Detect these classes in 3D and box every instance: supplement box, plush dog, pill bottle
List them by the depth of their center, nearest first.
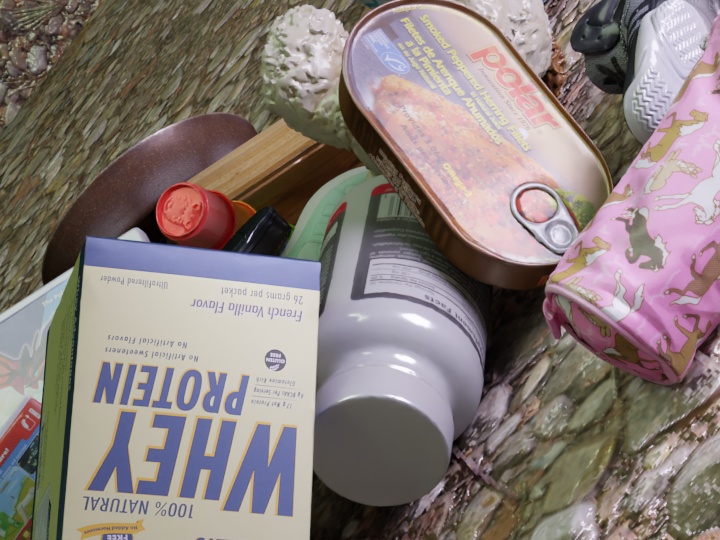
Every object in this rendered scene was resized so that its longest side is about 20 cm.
[{"bbox_3d":[-0.111,0.109,1.125,0.200,0.133,0.202,132,141,-68],"label":"supplement box"},{"bbox_3d":[0.020,0.040,1.160,0.111,0.110,0.201,-40,22,31],"label":"pill bottle"},{"bbox_3d":[0.059,-0.129,1.285,0.160,0.200,0.173,7,60,50],"label":"plush dog"}]

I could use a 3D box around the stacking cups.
[{"bbox_3d":[-0.087,-0.021,1.400,0.060,0.200,0.061,-6,74,24],"label":"stacking cups"}]

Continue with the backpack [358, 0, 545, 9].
[{"bbox_3d":[0.085,-0.265,1.498,0.201,0.147,0.183,-51,20,-10],"label":"backpack"}]

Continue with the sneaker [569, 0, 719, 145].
[{"bbox_3d":[0.174,-0.122,1.160,0.114,0.075,0.201,-33,21,44],"label":"sneaker"}]

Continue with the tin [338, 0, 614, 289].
[{"bbox_3d":[0.067,-0.076,1.165,0.111,0.201,0.042,-28,-22,-20],"label":"tin"}]

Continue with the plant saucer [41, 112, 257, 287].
[{"bbox_3d":[-0.147,-0.033,1.482,0.200,0.037,0.201,-35,-23,-17],"label":"plant saucer"}]

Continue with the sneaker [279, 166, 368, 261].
[{"bbox_3d":[0.000,0.001,1.365,0.117,0.074,0.201,1,40,41],"label":"sneaker"}]

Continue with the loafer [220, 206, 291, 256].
[{"bbox_3d":[-0.091,0.056,1.291,0.201,0.072,0.073,-61,9,0],"label":"loafer"}]

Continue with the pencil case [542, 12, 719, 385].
[{"bbox_3d":[0.173,-0.039,0.997,0.201,0.083,0.086,-56,20,-9],"label":"pencil case"}]

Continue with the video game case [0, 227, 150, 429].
[{"bbox_3d":[-0.199,0.091,1.361,0.199,0.023,0.183,-33,60,2],"label":"video game case"}]

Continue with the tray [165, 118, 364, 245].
[{"bbox_3d":[-0.055,-0.070,1.469,0.199,0.037,0.099,-36,-22,-17],"label":"tray"}]

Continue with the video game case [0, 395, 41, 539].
[{"bbox_3d":[-0.189,0.194,1.290,0.143,0.199,0.017,-53,-22,-6],"label":"video game case"}]
